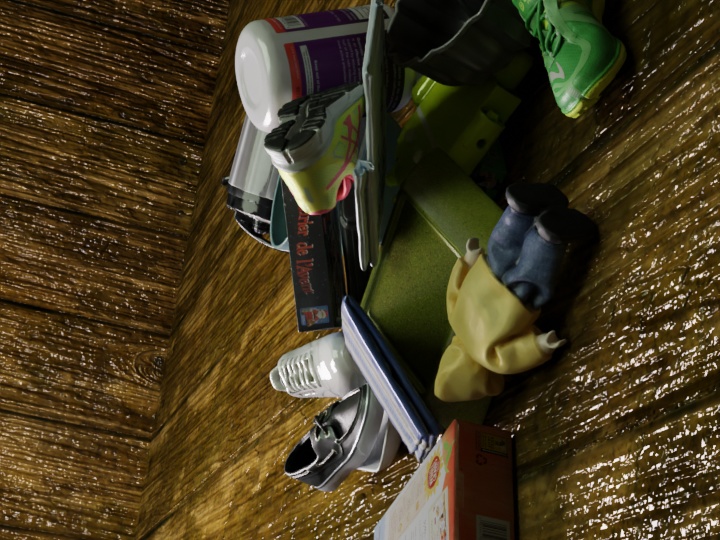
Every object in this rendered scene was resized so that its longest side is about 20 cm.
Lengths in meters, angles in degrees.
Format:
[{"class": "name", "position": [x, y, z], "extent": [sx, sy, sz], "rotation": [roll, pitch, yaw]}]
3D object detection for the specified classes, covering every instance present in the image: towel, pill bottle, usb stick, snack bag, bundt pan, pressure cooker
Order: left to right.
[{"class": "pressure cooker", "position": [-0.085, -0.124, 1.929], "extent": [0.176, 0.177, 0.202], "rotation": [-148, 72, -72]}, {"class": "pill bottle", "position": [-0.020, -0.209, 1.510], "extent": [0.112, 0.199, 0.113], "rotation": [169, 90, -67]}, {"class": "usb stick", "position": [0.000, 0.000, 1.503], "extent": [0.201, 0.032, 0.056], "rotation": [84, -176, -50]}, {"class": "snack bag", "position": [0.010, -0.132, 1.356], "extent": [0.189, 0.021, 0.201], "rotation": [-83, -7, -56]}, {"class": "towel", "position": [0.027, 0.100, 1.331], "extent": [0.147, 0.024, 0.200], "rotation": [58, 174, 11]}, {"class": "bundt pan", "position": [0.115, -0.252, 1.358], "extent": [0.202, 0.076, 0.203], "rotation": [-43, 28, 29]}]

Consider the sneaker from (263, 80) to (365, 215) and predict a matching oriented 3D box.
[{"class": "sneaker", "position": [-0.034, -0.112, 1.377], "extent": [0.091, 0.078, 0.200], "rotation": [68, -156, -19]}]

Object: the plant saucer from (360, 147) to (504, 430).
[{"class": "plant saucer", "position": [0.065, 0.021, 1.325], "extent": [0.200, 0.048, 0.201], "rotation": [50, 130, 47]}]

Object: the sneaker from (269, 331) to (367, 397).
[{"class": "sneaker", "position": [-0.044, 0.108, 1.584], "extent": [0.200, 0.080, 0.077], "rotation": [140, 120, -75]}]

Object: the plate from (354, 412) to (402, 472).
[{"class": "plate", "position": [0.023, 0.117, 1.581], "extent": [0.200, 0.032, 0.201], "rotation": [156, 126, -73]}]

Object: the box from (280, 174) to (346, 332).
[{"class": "box", "position": [-0.047, -0.040, 1.505], "extent": [0.137, 0.037, 0.202], "rotation": [11, -108, -83]}]

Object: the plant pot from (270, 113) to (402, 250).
[{"class": "plant pot", "position": [-0.008, -0.104, 1.687], "extent": [0.200, 0.133, 0.202], "rotation": [-164, 90, -76]}]

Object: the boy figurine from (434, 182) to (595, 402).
[{"class": "boy figurine", "position": [0.118, 0.033, 1.193], "extent": [0.124, 0.064, 0.201], "rotation": [45, 128, 36]}]

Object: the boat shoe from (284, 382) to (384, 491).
[{"class": "boat shoe", "position": [-0.027, 0.174, 1.542], "extent": [0.200, 0.056, 0.069], "rotation": [121, 157, -51]}]

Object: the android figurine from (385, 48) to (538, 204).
[{"class": "android figurine", "position": [0.090, -0.147, 1.425], "extent": [0.200, 0.041, 0.182], "rotation": [-51, 26, 21]}]

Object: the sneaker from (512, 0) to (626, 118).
[{"class": "sneaker", "position": [0.160, -0.198, 1.203], "extent": [0.074, 0.083, 0.201], "rotation": [-49, 28, 34]}]

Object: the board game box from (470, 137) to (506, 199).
[{"class": "board game box", "position": [0.098, -0.109, 1.494], "extent": [0.201, 0.029, 0.135], "rotation": [-93, 22, -50]}]

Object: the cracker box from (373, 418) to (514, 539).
[{"class": "cracker box", "position": [0.066, 0.235, 1.247], "extent": [0.200, 0.057, 0.135], "rotation": [120, 159, -48]}]
